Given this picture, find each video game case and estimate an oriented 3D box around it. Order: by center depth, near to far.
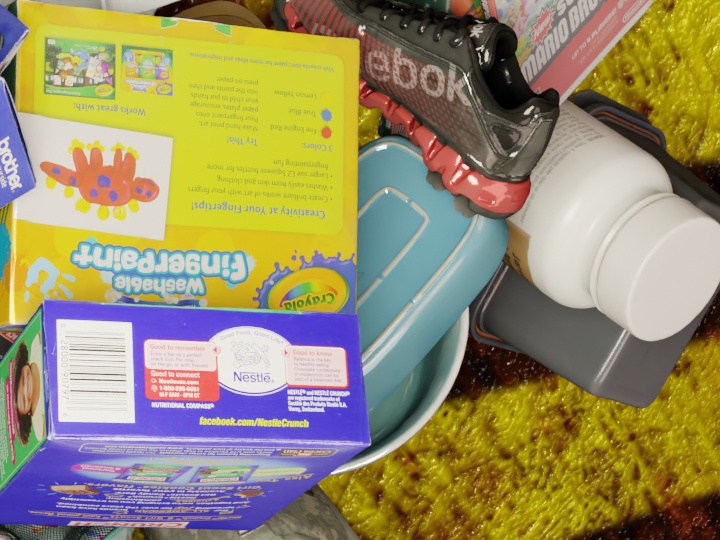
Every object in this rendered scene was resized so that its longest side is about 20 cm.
[{"bbox_3d":[0.125,-0.192,1.280,0.143,0.017,0.201,-47,146,-21],"label":"video game case"}]

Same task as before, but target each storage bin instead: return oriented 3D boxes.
[{"bbox_3d":[0.186,-0.001,1.497,0.145,0.134,0.201,17,107,-49],"label":"storage bin"}]

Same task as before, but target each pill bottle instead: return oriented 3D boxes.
[{"bbox_3d":[0.141,-0.041,1.369,0.114,0.200,0.115,-24,133,-29],"label":"pill bottle"}]

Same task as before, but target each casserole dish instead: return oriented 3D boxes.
[{"bbox_3d":[0.000,0.000,1.239,0.200,0.121,0.039,-48,160,-12],"label":"casserole dish"}]

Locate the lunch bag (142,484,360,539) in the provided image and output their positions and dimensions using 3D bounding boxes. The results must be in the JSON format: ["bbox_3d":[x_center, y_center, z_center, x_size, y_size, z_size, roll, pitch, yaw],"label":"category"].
[{"bbox_3d":[-0.071,0.184,1.359,0.117,0.164,0.201,-31,138,-15],"label":"lunch bag"}]

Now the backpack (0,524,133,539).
[{"bbox_3d":[-0.214,0.234,1.221,0.200,0.153,0.177,-28,145,-56],"label":"backpack"}]

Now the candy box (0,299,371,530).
[{"bbox_3d":[-0.107,0.081,1.096,0.168,0.078,0.200,3,159,-21],"label":"candy box"}]

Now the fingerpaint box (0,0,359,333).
[{"bbox_3d":[-0.104,-0.047,1.117,0.198,0.073,0.169,2,85,-28],"label":"fingerpaint box"}]

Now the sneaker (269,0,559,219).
[{"bbox_3d":[0.036,-0.125,1.211,0.098,0.200,0.071,-54,169,31],"label":"sneaker"}]

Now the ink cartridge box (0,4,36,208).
[{"bbox_3d":[-0.253,-0.066,1.014,0.199,0.136,0.077,-32,140,-23],"label":"ink cartridge box"}]

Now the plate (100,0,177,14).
[{"bbox_3d":[-0.065,-0.251,1.108,0.198,0.032,0.201,-23,133,-30],"label":"plate"}]

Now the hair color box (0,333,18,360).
[{"bbox_3d":[-0.261,0.088,1.181,0.200,0.061,0.101,-50,142,-1],"label":"hair color box"}]

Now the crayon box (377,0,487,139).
[{"bbox_3d":[0.097,-0.165,1.328,0.199,0.051,0.128,-32,139,-39],"label":"crayon box"}]

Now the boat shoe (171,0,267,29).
[{"bbox_3d":[-0.128,-0.073,1.195,0.200,0.071,0.069,-48,176,-21],"label":"boat shoe"}]

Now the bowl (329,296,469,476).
[{"bbox_3d":[-0.029,0.046,1.301,0.201,0.201,0.105,-43,161,-10],"label":"bowl"}]

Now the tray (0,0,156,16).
[{"bbox_3d":[-0.121,-0.220,1.119,0.107,0.022,0.201,16,106,-50],"label":"tray"}]
